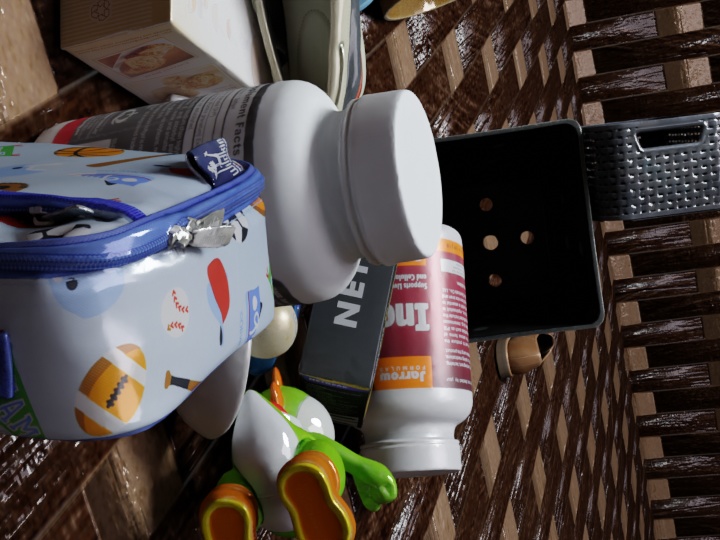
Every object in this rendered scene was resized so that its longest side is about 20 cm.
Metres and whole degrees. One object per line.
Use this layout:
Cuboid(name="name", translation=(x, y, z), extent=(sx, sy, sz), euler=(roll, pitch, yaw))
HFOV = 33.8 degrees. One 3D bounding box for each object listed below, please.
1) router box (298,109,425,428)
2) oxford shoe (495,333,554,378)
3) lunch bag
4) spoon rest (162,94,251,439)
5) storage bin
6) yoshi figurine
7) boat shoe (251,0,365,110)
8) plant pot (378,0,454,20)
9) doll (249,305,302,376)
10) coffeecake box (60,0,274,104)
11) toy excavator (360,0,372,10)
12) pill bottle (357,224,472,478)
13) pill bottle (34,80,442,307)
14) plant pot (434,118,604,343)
Cuboid(name="router box", translation=(0.000, 0.000, 0.864), extent=(0.157, 0.051, 0.203), euler=(95, 6, -74))
Cuboid(name="oxford shoe", translation=(0.239, 0.096, 1.656), extent=(0.200, 0.070, 0.073), euler=(-56, 134, -65))
Cuboid(name="lunch bag", translation=(-0.129, 0.000, 0.397), extent=(0.160, 0.196, 0.077), euler=(-38, 127, -69))
Cuboid(name="spoon rest", translation=(-0.088, -0.002, 0.706), extent=(0.060, 0.099, 0.204), euler=(2, 75, -27))
Cuboid(name="storage bin", translation=(0.283, -0.107, 1.217), extent=(0.200, 0.133, 0.096), euler=(-145, -132, -82))
Cuboid(name="yoshi figurine", translation=(-0.043, 0.138, 0.730), extent=(0.113, 0.111, 0.200), euler=(-62, -175, 9))
Cuboid(name="boat shoe", translation=(-0.038, -0.182, 0.716), extent=(0.063, 0.070, 0.203), euler=(-52, 136, -62))
Cuboid(name="plant pot", translation=(0.072, -0.389, 1.211), extent=(0.203, 0.184, 0.186), euler=(68, 20, -1))
Cuboid(name="doll", translation=(-0.053, 0.001, 0.792), extent=(0.201, 0.048, 0.139), euler=(-74, 174, -67))
Cuboid(name="coffeecake box", translation=(-0.102, -0.180, 0.737), extent=(0.200, 0.072, 0.156), euler=(30, 54, -67))
Cuboid(name="toy excavator", translation=(-0.027, -0.309, 1.008), extent=(0.200, 0.098, 0.198), euler=(-38, 122, -83))
Cuboid(name="pill bottle", translation=(0.037, 0.069, 0.997), extent=(0.113, 0.111, 0.204), euler=(29, 56, -67))
Cuboid(name="pill bottle", translation=(-0.063, -0.035, 0.604), extent=(0.111, 0.196, 0.113), euler=(-7, 90, -72))
Cuboid(name="plant pot", translation=(0.137, -0.034, 1.234), extent=(0.177, 0.196, 0.204), euler=(3, 79, -83))
